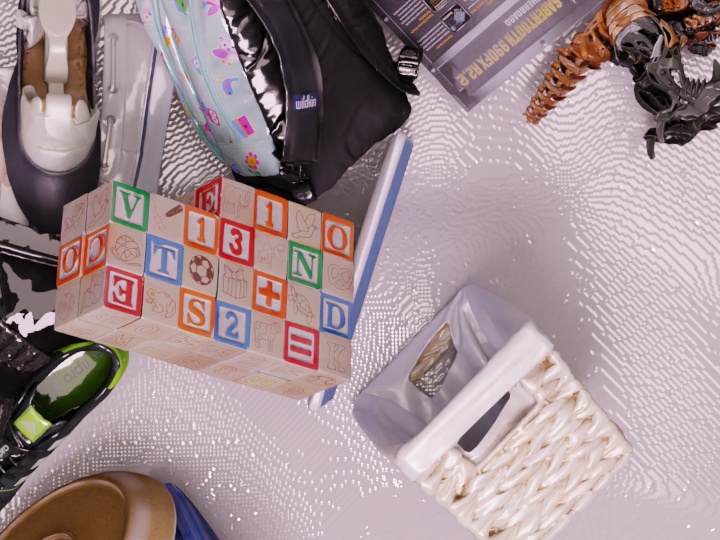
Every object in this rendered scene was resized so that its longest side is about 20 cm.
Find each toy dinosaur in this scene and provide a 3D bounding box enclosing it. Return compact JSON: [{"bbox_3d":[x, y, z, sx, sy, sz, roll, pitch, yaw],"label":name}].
[{"bbox_3d":[0.211,-0.160,1.717,0.200,0.102,0.136,-35,80,15],"label":"toy dinosaur"}]

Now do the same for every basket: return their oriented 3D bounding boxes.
[{"bbox_3d":[0.092,0.108,1.657,0.136,0.200,0.123,-45,103,-1],"label":"basket"}]

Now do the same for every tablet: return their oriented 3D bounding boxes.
[{"bbox_3d":[0.000,0.000,1.672,0.014,0.130,0.201,17,91,3],"label":"tablet"}]

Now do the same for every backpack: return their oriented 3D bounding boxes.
[{"bbox_3d":[-0.065,-0.160,1.638,0.167,0.126,0.201,-47,120,-41],"label":"backpack"}]

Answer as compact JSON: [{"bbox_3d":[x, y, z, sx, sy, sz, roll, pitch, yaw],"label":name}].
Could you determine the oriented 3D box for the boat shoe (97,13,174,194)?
[{"bbox_3d":[-0.182,-0.084,1.677,0.086,0.075,0.203,9,90,-6],"label":"boat shoe"}]

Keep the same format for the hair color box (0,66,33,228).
[{"bbox_3d":[-0.281,-0.041,1.677,0.099,0.061,0.201,-4,93,-6],"label":"hair color box"}]

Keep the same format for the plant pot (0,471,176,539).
[{"bbox_3d":[-0.212,0.212,1.631,0.200,0.200,0.028,-43,120,-2],"label":"plant pot"}]

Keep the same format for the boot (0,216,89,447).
[{"bbox_3d":[-0.217,0.058,1.604,0.210,0.079,0.159,20,85,-4],"label":"boot"}]

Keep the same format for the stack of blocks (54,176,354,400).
[{"bbox_3d":[-0.099,0.003,1.560,0.199,0.058,0.116,18,63,-36],"label":"stack of blocks"}]

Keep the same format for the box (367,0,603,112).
[{"bbox_3d":[0.087,-0.223,1.643,0.158,0.200,0.048,46,48,-5],"label":"box"}]

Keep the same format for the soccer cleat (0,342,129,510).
[{"bbox_3d":[-0.244,0.114,1.679,0.200,0.081,0.068,-45,96,-2],"label":"soccer cleat"}]

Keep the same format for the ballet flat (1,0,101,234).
[{"bbox_3d":[-0.209,-0.128,1.621,0.073,0.073,0.201,2,79,-6],"label":"ballet flat"}]

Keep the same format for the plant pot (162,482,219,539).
[{"bbox_3d":[-0.132,0.298,1.642,0.200,0.200,0.180,-42,111,-2],"label":"plant pot"}]
